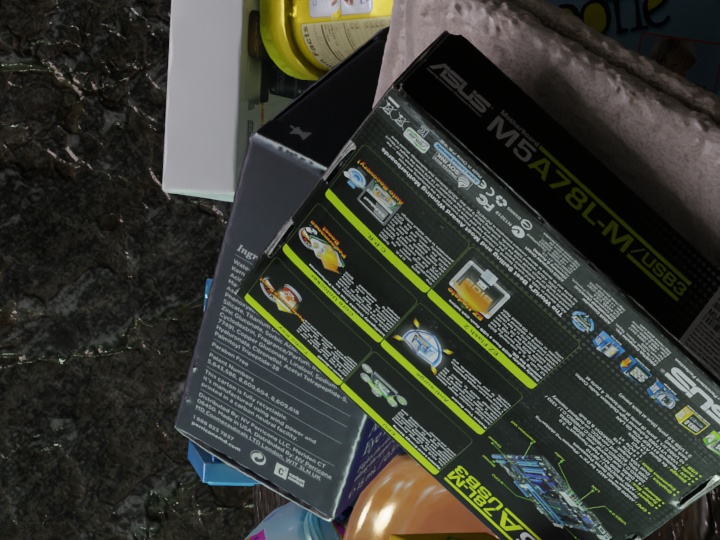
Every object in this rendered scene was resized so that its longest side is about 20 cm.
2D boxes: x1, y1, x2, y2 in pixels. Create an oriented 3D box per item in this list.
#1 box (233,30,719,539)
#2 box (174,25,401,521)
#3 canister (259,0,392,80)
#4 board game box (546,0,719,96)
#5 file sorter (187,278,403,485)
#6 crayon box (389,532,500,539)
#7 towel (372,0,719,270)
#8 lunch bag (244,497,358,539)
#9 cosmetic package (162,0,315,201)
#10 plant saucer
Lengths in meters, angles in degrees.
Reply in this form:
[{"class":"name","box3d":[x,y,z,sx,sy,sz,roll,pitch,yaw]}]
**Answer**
[{"class":"box","box3d":[0.061,0.025,0.958,0.048,0.200,0.193,-47,-2,-31]},{"class":"box","box3d":[0.000,0.000,1.218,0.148,0.104,0.201,-44,-23,-48]},{"class":"canister","box3d":[0.037,-0.178,1.275,0.200,0.086,0.149,4,92,52]},{"class":"board game box","box3d":[0.100,-0.053,1.058,0.103,0.104,0.201,-109,20,-67]},{"class":"file sorter","box3d":[-0.004,0.070,1.491,0.139,0.199,0.123,-173,84,-82]},{"class":"crayon box","box3d":[0.062,0.236,1.077,0.172,0.058,0.201,-163,74,-68]},{"class":"towel","box3d":[0.089,-0.037,0.940,0.034,0.200,0.133,-43,-25,-37]},{"class":"lunch bag","box3d":[0.007,0.225,1.504,0.201,0.077,0.160,59,-162,-1]},{"class":"cosmetic package","box3d":[-0.057,-0.140,1.393,0.151,0.051,0.201,4,-91,-68]},{"class":"plant saucer","box3d":[0.046,0.195,1.246,0.200,0.037,0.201,0,91,62]}]
